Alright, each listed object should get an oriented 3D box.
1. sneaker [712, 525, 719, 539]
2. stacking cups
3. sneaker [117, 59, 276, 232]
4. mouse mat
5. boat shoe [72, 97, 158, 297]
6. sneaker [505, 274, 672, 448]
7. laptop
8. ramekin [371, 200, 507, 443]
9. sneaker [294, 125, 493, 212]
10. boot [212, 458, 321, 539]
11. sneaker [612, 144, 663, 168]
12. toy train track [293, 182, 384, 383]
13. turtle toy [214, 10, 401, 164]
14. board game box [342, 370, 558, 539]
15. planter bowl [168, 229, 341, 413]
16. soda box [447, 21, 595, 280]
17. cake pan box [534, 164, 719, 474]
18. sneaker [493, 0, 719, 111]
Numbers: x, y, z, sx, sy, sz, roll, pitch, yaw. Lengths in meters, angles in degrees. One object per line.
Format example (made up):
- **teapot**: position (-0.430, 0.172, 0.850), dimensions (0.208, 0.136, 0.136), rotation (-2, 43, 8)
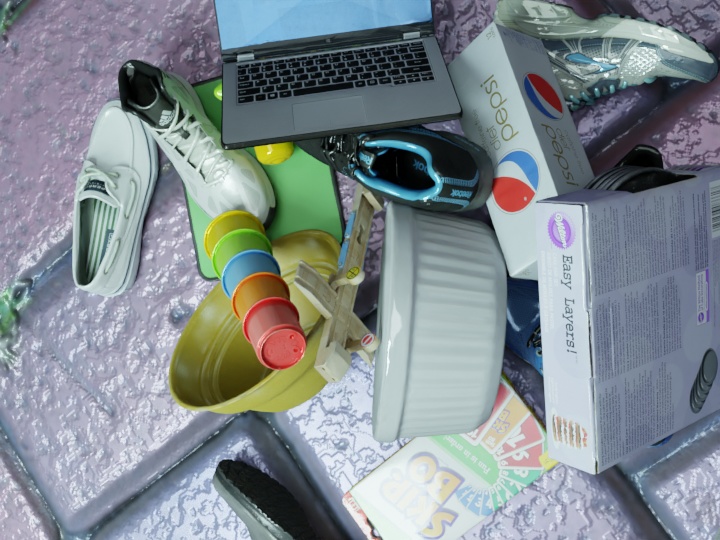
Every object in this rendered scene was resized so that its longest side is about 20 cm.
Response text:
- **sneaker**: position (0.351, 0.227, 0.719), dimensions (0.111, 0.073, 0.202), rotation (20, 92, 15)
- **stacking cups**: position (-0.093, 0.017, 0.751), dimensions (0.060, 0.200, 0.061), rotation (-7, 120, -13)
- **sneaker**: position (-0.165, -0.115, 0.832), dimensions (0.076, 0.115, 0.201), rotation (-41, 79, 9)
- **mouse mat**: position (-0.105, -0.101, 0.880), dimensions (0.159, 0.008, 0.203), rotation (-12, 86, 13)
- **boat shoe**: position (-0.247, -0.075, 0.884), dimensions (0.073, 0.067, 0.203), rotation (0, 88, 14)
- **sneaker**: position (0.189, 0.074, 0.757), dimensions (0.199, 0.089, 0.079), rotation (40, 96, 12)
- **laptop**: position (-0.028, -0.209, 0.706), dimensions (0.185, 0.117, 0.201), rotation (-8, 42, -1)
- **ramekin**: position (0.062, 0.044, 0.740), dimensions (0.093, 0.202, 0.205), rotation (4, 89, 0)
- **sneaker**: position (0.009, -0.104, 0.711), dimensions (0.199, 0.082, 0.074), rotation (24, 110, 29)
- **boot**: position (-0.093, 0.287, 0.836), dimensions (0.200, 0.070, 0.132), rotation (41, 103, 16)
- **sneaker**: position (0.200, -0.015, 0.723), dimensions (0.071, 0.080, 0.202), rotation (17, 66, 14)
- **toy train track**: position (0.000, 0.000, 0.731), dimensions (0.032, 0.115, 0.202), rotation (-15, 44, 29)
- **turtle toy**: position (-0.041, -0.192, 0.815), dimensions (0.198, 0.101, 0.147), rotation (-16, 85, 2)
- **board game box**: position (0.080, 0.190, 0.815), dimensions (0.200, 0.030, 0.096), rotation (-41, 79, 12)
- **planter bowl**: position (-0.073, 0.065, 0.806), dimensions (0.200, 0.201, 0.084), rotation (-36, 122, 11)
- **soda box**: position (0.134, -0.095, 0.715), dimensions (0.068, 0.063, 0.202), rotation (-37, 57, 42)
- **cake pan box**: position (0.209, 0.025, 0.655), dimensions (0.052, 0.183, 0.203), rotation (9, 110, 50)
- **sneaker**: position (0.208, -0.179, 0.778), dimensions (0.198, 0.077, 0.087), rotation (17, 104, 21)
